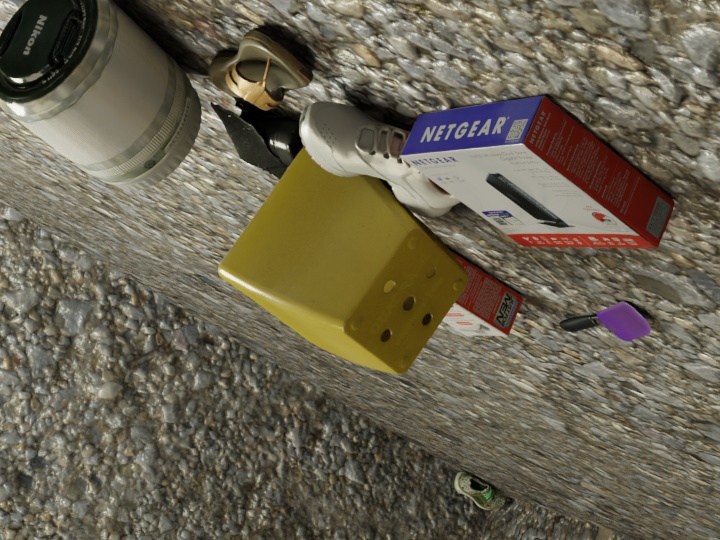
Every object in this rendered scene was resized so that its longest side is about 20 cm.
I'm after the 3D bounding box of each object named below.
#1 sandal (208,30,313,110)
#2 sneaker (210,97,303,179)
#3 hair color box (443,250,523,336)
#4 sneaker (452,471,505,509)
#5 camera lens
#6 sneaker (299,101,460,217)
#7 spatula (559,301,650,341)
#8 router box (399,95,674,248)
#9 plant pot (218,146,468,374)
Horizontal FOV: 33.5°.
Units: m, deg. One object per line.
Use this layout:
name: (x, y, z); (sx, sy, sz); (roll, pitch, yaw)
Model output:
sandal: (-0.108, -0.191, 1.209); (0.080, 0.055, 0.199); (31, 167, -23)
sneaker: (-0.094, -0.138, 1.396); (0.103, 0.061, 0.200); (18, 160, 27)
hair color box: (0.106, 0.016, 1.598); (0.198, 0.065, 0.110); (33, 165, -21)
sneaker: (0.387, 0.700, 3.778); (0.198, 0.078, 0.088); (29, 159, -22)
camera lens: (-0.284, -0.197, 1.290); (0.158, 0.162, 0.200); (16, 164, 37)
sneaker: (0.031, -0.121, 1.206); (0.197, 0.076, 0.087); (22, 164, -23)
spatula: (0.300, 0.067, 1.506); (0.056, 0.021, 0.200); (41, 167, -9)
router box: (0.160, -0.086, 1.113); (0.178, 0.049, 0.199); (32, 166, -26)
plant pot: (0.000, 0.000, 1.337); (0.176, 0.201, 0.200); (34, 176, 42)
